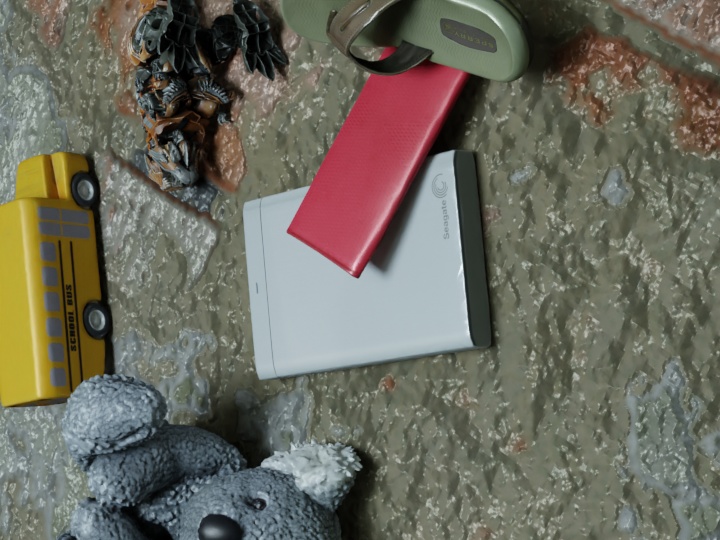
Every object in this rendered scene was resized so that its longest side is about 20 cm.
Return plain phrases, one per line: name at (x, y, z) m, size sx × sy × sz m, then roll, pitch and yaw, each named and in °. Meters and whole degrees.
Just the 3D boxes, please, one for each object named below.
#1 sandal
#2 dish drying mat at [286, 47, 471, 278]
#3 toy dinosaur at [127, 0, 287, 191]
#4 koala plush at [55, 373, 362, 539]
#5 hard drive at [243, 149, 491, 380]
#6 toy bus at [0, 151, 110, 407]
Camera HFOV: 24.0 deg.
sandal at (0.020, -0.160, 1.104) m, size 0.200 × 0.080 × 0.057 m, roll 19°, pitch 55°, yaw 37°
dish drying mat at (0.023, -0.098, 1.153) m, size 0.077 × 0.018 × 0.201 m, roll 32°, pitch 97°, yaw 37°
toy dinosaur at (-0.142, -0.167, 1.280) m, size 0.135 × 0.102 × 0.202 m, roll -11°, pitch 103°, yaw 56°
koala plush at (-0.100, 0.180, 1.203) m, size 0.198 × 0.184 × 0.179 m, roll 6°, pitch 80°, yaw 19°
hard drive at (0.000, 0.000, 1.189) m, size 0.199 × 0.027 × 0.133 m, roll -11°, pitch 81°, yaw 39°
toy bus at (-0.255, 0.007, 1.371) m, size 0.065 × 0.078 × 0.202 m, roll -13°, pitch 80°, yaw 39°
